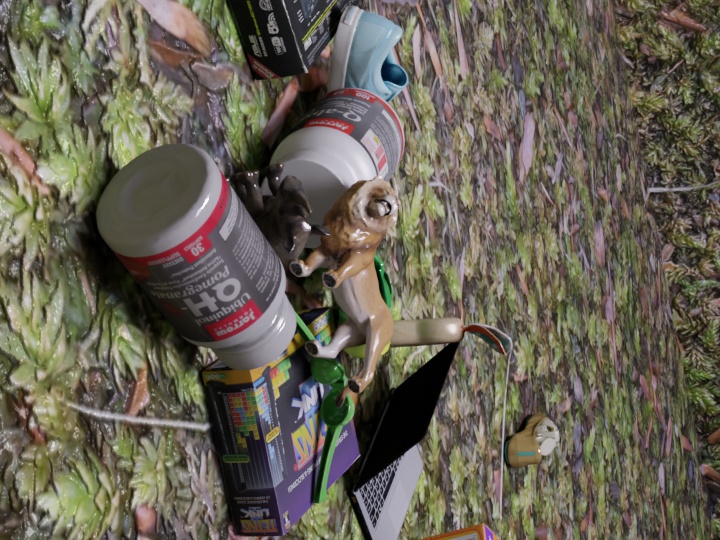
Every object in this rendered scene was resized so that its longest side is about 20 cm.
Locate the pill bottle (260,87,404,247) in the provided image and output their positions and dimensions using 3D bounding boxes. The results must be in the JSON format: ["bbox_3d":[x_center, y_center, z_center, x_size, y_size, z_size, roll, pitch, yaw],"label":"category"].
[{"bbox_3d":[-0.029,-0.106,1.376,0.200,0.115,0.117,-61,139,-61],"label":"pill bottle"}]

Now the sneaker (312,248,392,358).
[{"bbox_3d":[0.000,0.000,1.410,0.201,0.074,0.084,-109,-155,-42],"label":"sneaker"}]

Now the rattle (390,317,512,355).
[{"bbox_3d":[0.071,0.028,1.480,0.130,0.199,0.144,27,61,-47],"label":"rattle"}]

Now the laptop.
[{"bbox_3d":[0.071,0.213,1.551,0.188,0.115,0.201,-62,140,-52],"label":"laptop"}]

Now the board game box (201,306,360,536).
[{"bbox_3d":[-0.072,0.143,1.307,0.200,0.056,0.167,-36,116,-64],"label":"board game box"}]

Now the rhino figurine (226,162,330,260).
[{"bbox_3d":[-0.080,-0.051,1.213,0.059,0.200,0.088,-18,97,-24],"label":"rhino figurine"}]

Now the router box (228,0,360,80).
[{"bbox_3d":[-0.075,-0.311,1.402,0.200,0.062,0.151,-62,141,-53],"label":"router box"}]

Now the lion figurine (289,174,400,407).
[{"bbox_3d":[-0.003,0.018,1.264,0.122,0.072,0.201,-39,133,-48],"label":"lion figurine"}]

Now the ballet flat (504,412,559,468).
[{"bbox_3d":[0.283,0.271,2.106,0.200,0.063,0.069,-25,108,-66],"label":"ballet flat"}]

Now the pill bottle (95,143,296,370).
[{"bbox_3d":[-0.130,-0.004,1.135,0.200,0.110,0.111,58,34,-45],"label":"pill bottle"}]

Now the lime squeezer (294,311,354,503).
[{"bbox_3d":[-0.041,0.117,1.289,0.070,0.038,0.202,-18,104,-34],"label":"lime squeezer"}]

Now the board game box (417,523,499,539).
[{"bbox_3d":[0.079,0.407,1.369,0.200,0.199,0.201,52,26,-52],"label":"board game box"}]

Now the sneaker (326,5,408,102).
[{"bbox_3d":[0.009,-0.197,1.477,0.201,0.081,0.074,95,16,-53],"label":"sneaker"}]
